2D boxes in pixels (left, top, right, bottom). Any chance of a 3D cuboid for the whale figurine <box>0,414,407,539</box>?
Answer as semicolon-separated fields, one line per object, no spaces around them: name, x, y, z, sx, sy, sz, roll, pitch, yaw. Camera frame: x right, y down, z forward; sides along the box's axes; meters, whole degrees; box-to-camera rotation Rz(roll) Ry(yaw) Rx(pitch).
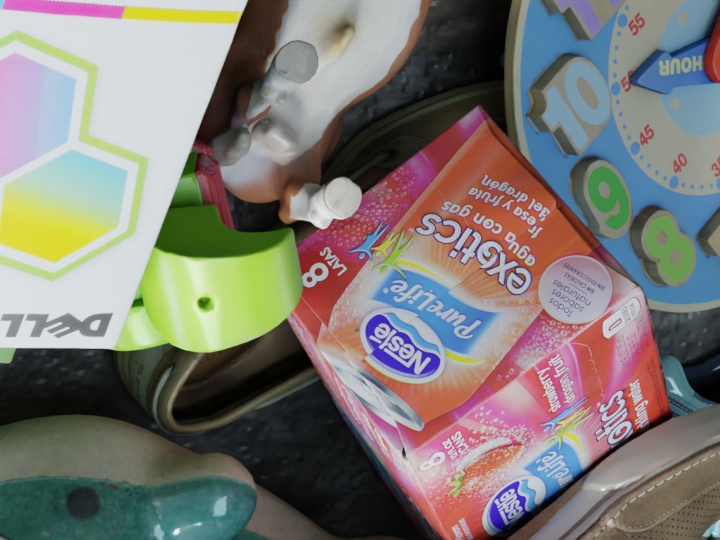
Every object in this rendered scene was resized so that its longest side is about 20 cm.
whale figurine;-0.070;0.127;0.784;0.199;0.104;0.159;13;144;-17

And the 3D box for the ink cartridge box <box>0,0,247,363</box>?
ink cartridge box;-0.109;-0.031;0.582;0.103;0.059;0.201;2;130;-32

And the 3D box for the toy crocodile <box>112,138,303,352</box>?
toy crocodile;-0.070;-0.023;0.708;0.061;0.200;0.068;-16;108;-11

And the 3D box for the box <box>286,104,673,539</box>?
box;0.048;0.045;0.783;0.099;0.096;0.200;-37;151;-6

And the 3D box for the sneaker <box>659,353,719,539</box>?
sneaker;0.194;0.066;0.907;0.199;0.078;0.087;0;104;-21

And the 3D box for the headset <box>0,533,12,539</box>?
headset;-0.114;0.134;0.635;0.123;0.094;0.201;-18;109;-45

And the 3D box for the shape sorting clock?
shape sorting clock;0.138;-0.082;0.836;0.199;0.039;0.201;-5;99;-31

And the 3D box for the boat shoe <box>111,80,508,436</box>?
boat shoe;0.000;0.000;0.818;0.200;0.063;0.073;-36;115;-7

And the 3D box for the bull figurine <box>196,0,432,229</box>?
bull figurine;0.001;-0.107;0.746;0.065;0.121;0.201;26;94;-19

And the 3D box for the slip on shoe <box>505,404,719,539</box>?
slip on shoe;0.079;0.117;0.753;0.199;0.061;0.076;-26;149;-27
